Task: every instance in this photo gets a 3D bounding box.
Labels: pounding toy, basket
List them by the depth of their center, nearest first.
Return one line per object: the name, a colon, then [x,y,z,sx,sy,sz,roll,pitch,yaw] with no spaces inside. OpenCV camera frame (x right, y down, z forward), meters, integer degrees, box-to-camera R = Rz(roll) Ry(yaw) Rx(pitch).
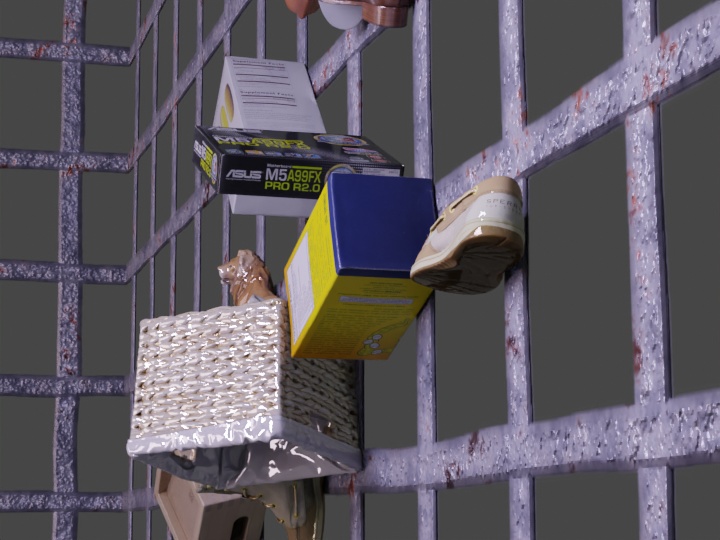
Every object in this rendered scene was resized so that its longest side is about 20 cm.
basket: [-0.122,0.139,1.823,0.198,0.199,0.162,32,-126,-57]
pounding toy: [-0.201,0.311,2.346,0.185,0.141,0.201,59,148,39]

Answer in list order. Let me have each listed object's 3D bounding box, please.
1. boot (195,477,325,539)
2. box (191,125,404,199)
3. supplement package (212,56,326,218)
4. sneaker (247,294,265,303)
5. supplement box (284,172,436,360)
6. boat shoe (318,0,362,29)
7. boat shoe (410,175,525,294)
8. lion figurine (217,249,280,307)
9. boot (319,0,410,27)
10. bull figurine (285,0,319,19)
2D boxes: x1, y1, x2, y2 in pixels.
boot: [-0.121,0.269,1.981,0.072,0.153,0.202,172,100,-74]
box: [-0.070,-0.114,1.774,0.160,0.198,0.045,-132,47,-68]
supplement package: [-0.116,-0.171,2.105,0.201,0.109,0.114,-108,26,-51]
sneaker: [-0.154,0.087,2.146,0.074,0.199,0.117,3,-85,-61]
supplement box: [0.000,0.000,1.679,0.200,0.109,0.110,120,148,-57]
boat shoe: [-0.006,-0.367,1.851,0.057,0.068,0.201,-50,-28,-49]
boat shoe: [0.097,-0.028,1.432,0.200,0.073,0.067,144,139,-68]
lion figurine: [-0.133,0.053,2.239,0.200,0.072,0.123,32,112,56]
boot: [0.008,-0.375,1.750,0.186,0.064,0.202,32,124,48]
bull figurine: [-0.053,-0.383,2.001,0.200,0.065,0.122,134,140,-64]
